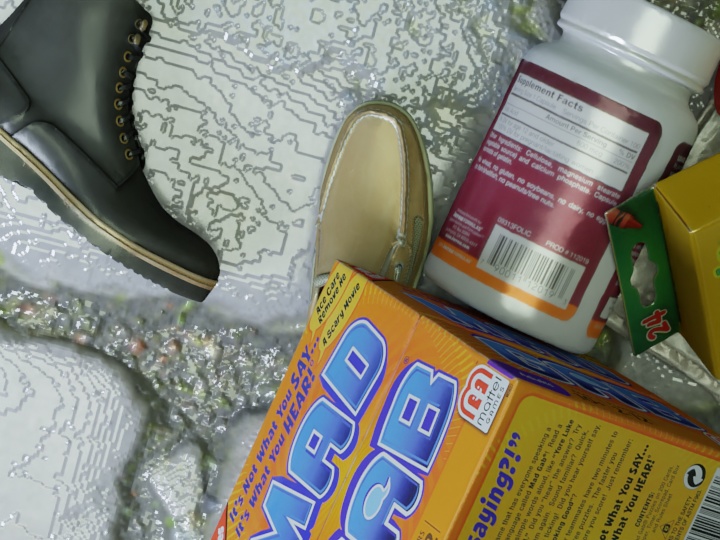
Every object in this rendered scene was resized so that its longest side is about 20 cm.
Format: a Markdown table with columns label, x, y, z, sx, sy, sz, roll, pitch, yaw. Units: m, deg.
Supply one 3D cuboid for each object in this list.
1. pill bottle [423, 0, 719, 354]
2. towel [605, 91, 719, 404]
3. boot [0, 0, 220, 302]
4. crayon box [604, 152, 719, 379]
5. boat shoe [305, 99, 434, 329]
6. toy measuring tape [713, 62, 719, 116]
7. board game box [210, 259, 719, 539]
| label | x | y | z | sx | sy | sz | roll | pitch | yaw |
| --- | --- | --- | --- | --- | --- | --- | --- | --- | --- |
| pill bottle | 0.128 | -0.063 | 1.427 | 0.114 | 0.114 | 0.201 | 26 | 95 | -7 |
| towel | 0.239 | -0.025 | 1.480 | 0.132 | 0.034 | 0.200 | 33 | 93 | -8 |
| boot | -0.138 | -0.087 | 1.430 | 0.200 | 0.077 | 0.139 | 36 | 89 | -9 |
| crayon box | 0.246 | -0.020 | 1.403 | 0.199 | 0.051 | 0.127 | -26 | 134 | -7 |
| boat shoe | 0.000 | 0.000 | 1.439 | 0.071 | 0.076 | 0.201 | 6 | 97 | 17 |
| toy measuring tape | 0.249 | -0.137 | 1.397 | 0.073 | 0.074 | 0.201 | 9 | 126 | -5 |
| board game box | 0.068 | 0.141 | 1.373 | 0.199 | 0.200 | 0.201 | 20 | 97 | -35 |
